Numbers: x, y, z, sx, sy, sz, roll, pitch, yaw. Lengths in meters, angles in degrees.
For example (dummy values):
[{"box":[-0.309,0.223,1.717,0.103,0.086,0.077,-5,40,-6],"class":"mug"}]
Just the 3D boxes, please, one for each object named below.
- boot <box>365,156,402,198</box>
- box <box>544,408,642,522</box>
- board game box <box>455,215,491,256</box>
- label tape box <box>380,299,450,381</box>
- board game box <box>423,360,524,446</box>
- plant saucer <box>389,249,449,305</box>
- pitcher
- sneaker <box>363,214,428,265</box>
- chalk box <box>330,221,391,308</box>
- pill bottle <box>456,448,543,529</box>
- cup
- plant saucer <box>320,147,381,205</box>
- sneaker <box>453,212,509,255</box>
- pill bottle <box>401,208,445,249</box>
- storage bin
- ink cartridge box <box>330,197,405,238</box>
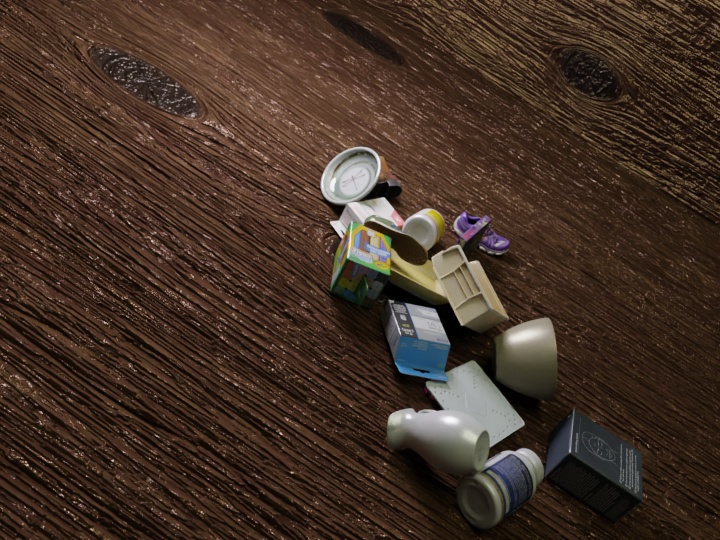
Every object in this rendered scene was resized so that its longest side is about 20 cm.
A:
[{"box":[0.023,-0.314,2.127,0.183,0.070,0.202,-4,42,-22],"class":"boot"},{"box":[0.547,0.455,1.585,0.197,0.108,0.149,33,37,2],"class":"box"},{"box":[0.323,-0.082,2.025,0.032,0.122,0.199,38,37,13],"class":"board game box"},{"box":[0.140,0.168,1.640,0.139,0.067,0.202,13,30,-22],"class":"label tape box"},{"box":[0.269,0.324,1.608,0.197,0.026,0.201,-14,56,-43],"class":"board game box"},{"box":[0.147,0.013,1.826,0.196,0.049,0.201,27,23,-8],"class":"plant saucer"},{"box":[0.176,0.341,1.414,0.195,0.126,0.170,7,14,35],"class":"pitcher"},{"box":[0.096,-0.092,1.823,0.196,0.068,0.090,29,22,-9],"class":"sneaker"},{"box":[0.000,0.000,1.704,0.121,0.126,0.203,21,37,-12],"class":"chalk box"},{"box":[0.299,0.448,1.417,0.196,0.112,0.112,-13,54,-42],"class":"pill bottle"},{"box":[0.407,0.224,1.705,0.138,0.205,0.203,-1,39,4],"class":"cup"},{"box":[-0.022,-0.266,1.981,0.050,0.197,0.203,49,14,-49],"class":"plant saucer"},{"box":[0.392,-0.118,2.145,0.195,0.084,0.082,25,37,-10],"class":"sneaker"},{"box":[0.190,-0.121,1.969,0.103,0.106,0.200,36,20,8],"class":"pill bottle"},{"box":[0.286,0.050,1.772,0.199,0.092,0.203,24,38,-63],"class":"storage bin"},{"box":[0.022,-0.134,1.917,0.197,0.068,0.117,-15,57,-44],"class":"ink cartridge box"}]
